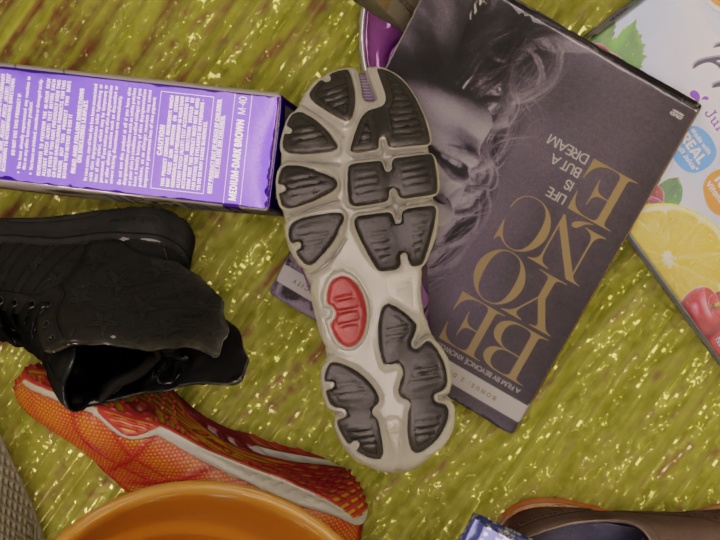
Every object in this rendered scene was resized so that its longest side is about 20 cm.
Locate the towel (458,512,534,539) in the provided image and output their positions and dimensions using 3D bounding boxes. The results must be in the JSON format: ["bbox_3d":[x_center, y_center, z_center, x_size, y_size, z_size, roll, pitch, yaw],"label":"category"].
[{"bbox_3d":[0.112,0.226,1.222,0.199,0.024,0.146,26,87,2],"label":"towel"}]

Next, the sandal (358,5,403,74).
[{"bbox_3d":[0.047,-0.069,1.281,0.082,0.050,0.204,-10,91,3],"label":"sandal"}]

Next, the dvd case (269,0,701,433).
[{"bbox_3d":[0.060,-0.035,1.252,0.148,0.016,0.201,30,112,4],"label":"dvd case"}]

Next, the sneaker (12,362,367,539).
[{"bbox_3d":[-0.096,0.109,1.284,0.199,0.073,0.078,27,107,7],"label":"sneaker"}]

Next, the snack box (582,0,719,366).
[{"bbox_3d":[0.196,-0.055,1.265,0.142,0.053,0.200,-37,95,2],"label":"snack box"}]

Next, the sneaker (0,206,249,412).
[{"bbox_3d":[-0.151,0.025,1.252,0.198,0.060,0.105,-9,50,15],"label":"sneaker"}]

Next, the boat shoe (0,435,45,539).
[{"bbox_3d":[-0.213,0.129,1.285,0.062,0.075,0.201,-13,105,23],"label":"boat shoe"}]

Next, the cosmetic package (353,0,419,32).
[{"bbox_3d":[0.038,-0.232,1.242,0.071,0.105,0.201,35,91,28],"label":"cosmetic package"}]

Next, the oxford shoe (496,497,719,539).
[{"bbox_3d":[0.165,0.156,1.266,0.198,0.073,0.072,1,90,3],"label":"oxford shoe"}]

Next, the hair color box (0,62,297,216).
[{"bbox_3d":[-0.136,-0.068,1.262,0.198,0.109,0.065,8,90,4],"label":"hair color box"}]

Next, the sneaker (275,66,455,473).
[{"bbox_3d":[0.000,0.000,1.234,0.080,0.083,0.202,-4,91,-3],"label":"sneaker"}]

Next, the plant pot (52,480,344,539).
[{"bbox_3d":[-0.090,0.219,1.211,0.199,0.183,0.202,3,74,-12],"label":"plant pot"}]
